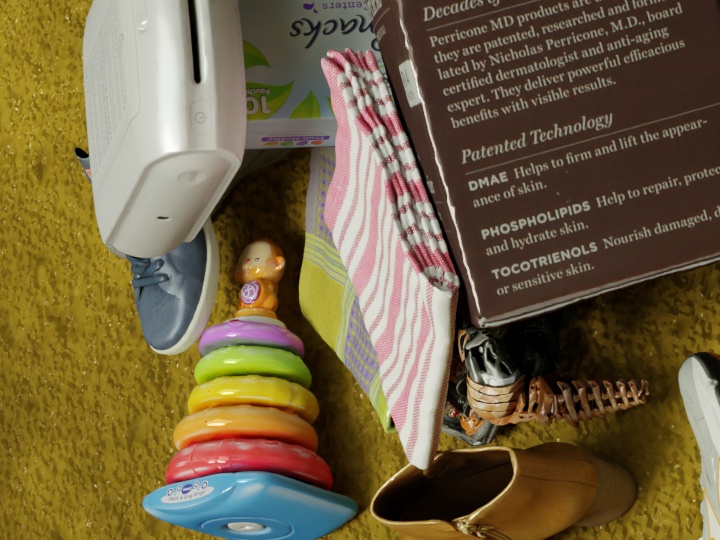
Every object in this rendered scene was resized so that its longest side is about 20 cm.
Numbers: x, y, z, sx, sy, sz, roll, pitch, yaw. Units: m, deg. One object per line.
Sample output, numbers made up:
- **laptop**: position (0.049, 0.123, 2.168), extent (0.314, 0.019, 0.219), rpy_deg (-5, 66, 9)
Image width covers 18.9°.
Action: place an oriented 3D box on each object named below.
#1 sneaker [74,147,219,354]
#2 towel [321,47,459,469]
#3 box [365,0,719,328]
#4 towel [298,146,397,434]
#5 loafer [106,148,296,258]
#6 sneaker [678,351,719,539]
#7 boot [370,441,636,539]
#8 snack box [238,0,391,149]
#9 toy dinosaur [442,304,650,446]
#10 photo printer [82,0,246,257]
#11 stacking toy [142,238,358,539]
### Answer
- **sneaker**: position (-0.146, -0.045, 1.409), extent (0.075, 0.084, 0.201), rpy_deg (-13, 77, 42)
- **towel**: position (0.012, -0.008, 1.183), extent (0.147, 0.030, 0.200), rpy_deg (93, 164, -46)
- **box**: position (0.106, -0.090, 1.143), extent (0.164, 0.166, 0.201), rpy_deg (-16, 93, -2)
- **towel**: position (0.000, 0.000, 1.333), extent (0.200, 0.023, 0.144), rpy_deg (-128, 42, -62)
- **loafer**: position (-0.117, -0.075, 1.492), extent (0.200, 0.070, 0.070), rpy_deg (-39, 58, 29)
- **sneaker**: position (0.205, 0.141, 1.167), extent (0.092, 0.076, 0.200), rpy_deg (-40, 56, 33)
- **boot**: position (0.048, 0.146, 1.252), extent (0.201, 0.144, 0.071), rpy_deg (-30, 62, 33)
- **snack box**: position (0.014, -0.150, 1.320), extent (0.053, 0.199, 0.143), rpy_deg (118, 147, -71)
- **toy dinosaur**: position (0.091, 0.044, 1.292), extent (0.199, 0.102, 0.136), rpy_deg (11, 103, 24)
- **photo printer**: position (-0.117, -0.114, 1.286), extent (0.200, 0.069, 0.167), rpy_deg (131, 135, -67)
- **stacking toy**: position (-0.069, 0.071, 1.408), extent (0.116, 0.110, 0.201), rpy_deg (-15, 63, 39)
